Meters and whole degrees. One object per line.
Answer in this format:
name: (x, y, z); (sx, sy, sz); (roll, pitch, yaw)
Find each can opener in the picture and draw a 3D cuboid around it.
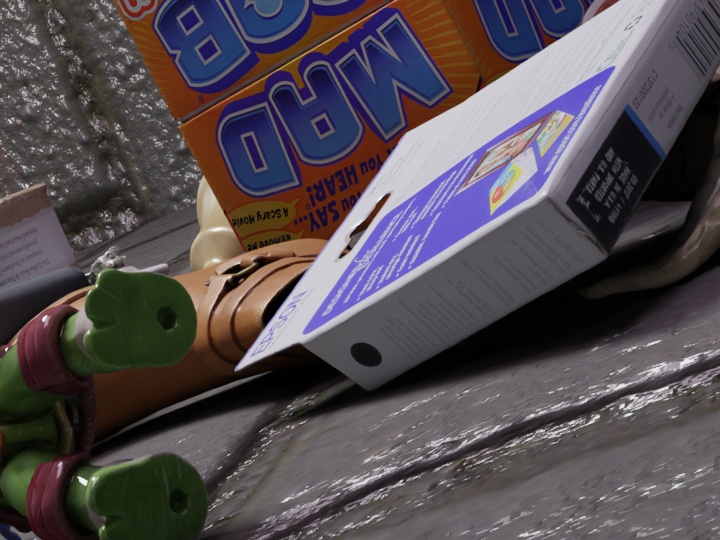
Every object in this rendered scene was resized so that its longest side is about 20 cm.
can opener: (-0.164, 0.029, 1.085); (0.052, 0.067, 0.200); (-16, -1, 28)

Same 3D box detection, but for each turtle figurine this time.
turtle figurine: (-0.159, 0.058, 0.740); (0.193, 0.200, 0.144); (-12, 46, 42)

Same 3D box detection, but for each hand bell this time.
hand bell: (-0.094, 0.014, 1.252); (0.104, 0.104, 0.200); (-19, 20, 31)

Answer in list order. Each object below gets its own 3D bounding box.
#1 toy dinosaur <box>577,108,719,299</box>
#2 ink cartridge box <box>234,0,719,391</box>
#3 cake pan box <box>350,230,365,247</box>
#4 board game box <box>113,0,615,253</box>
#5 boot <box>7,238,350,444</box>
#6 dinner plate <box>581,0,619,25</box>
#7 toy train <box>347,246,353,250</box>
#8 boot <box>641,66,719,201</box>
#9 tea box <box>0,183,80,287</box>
toy dinosaur: (0.173, -0.050, 0.824); (0.088, 0.048, 0.200); (11, 53, 38)
ink cartridge box: (0.058, -0.036, 0.884); (0.200, 0.043, 0.198); (-29, 18, 43)
cake pan box: (0.000, -0.105, 1.323); (0.052, 0.185, 0.200); (-40, -9, 40)
board game box: (0.019, -0.148, 1.149); (0.199, 0.201, 0.200); (-25, 4, 39)
boot: (-0.076, 0.038, 0.988); (0.199, 0.077, 0.155); (-18, 8, -26)
dinner plate: (0.216, -0.117, 1.075); (0.199, 0.024, 0.201); (-3, 34, 2)
toy train: (0.000, 0.000, 1.148); (0.046, 0.034, 0.200); (-22, 6, -18)
boot: (0.190, -0.087, 0.959); (0.145, 0.071, 0.200); (-11, 17, 12)
tea box: (-0.273, 0.061, 1.140); (0.196, 0.134, 0.200); (-19, 7, 25)
